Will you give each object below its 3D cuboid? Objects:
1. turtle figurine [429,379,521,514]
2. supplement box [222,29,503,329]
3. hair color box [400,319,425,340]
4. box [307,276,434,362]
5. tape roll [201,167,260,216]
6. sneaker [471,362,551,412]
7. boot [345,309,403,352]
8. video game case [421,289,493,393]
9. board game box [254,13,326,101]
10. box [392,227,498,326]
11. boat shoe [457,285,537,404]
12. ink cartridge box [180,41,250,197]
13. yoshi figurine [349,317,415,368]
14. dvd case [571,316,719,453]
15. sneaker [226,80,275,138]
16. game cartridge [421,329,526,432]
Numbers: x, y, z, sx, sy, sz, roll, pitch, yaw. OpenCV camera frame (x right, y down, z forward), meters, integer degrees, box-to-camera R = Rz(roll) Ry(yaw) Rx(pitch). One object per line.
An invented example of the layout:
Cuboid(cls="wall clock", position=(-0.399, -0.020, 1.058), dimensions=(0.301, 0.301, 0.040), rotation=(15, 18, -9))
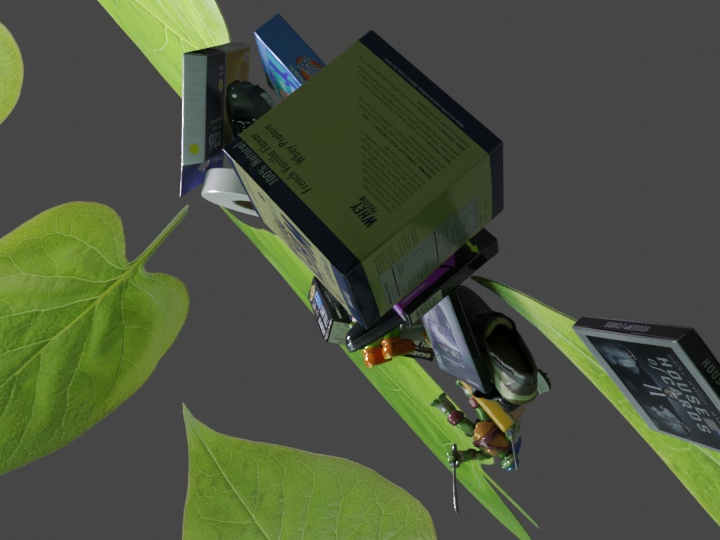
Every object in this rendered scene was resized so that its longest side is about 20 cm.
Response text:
Cuboid(cls="turtle figurine", position=(0.216, 0.299, 1.609), dimensions=(0.194, 0.199, 0.144), rotation=(52, 137, 11))
Cuboid(cls="supplement box", position=(0.008, -0.092, 0.891), dimensions=(0.200, 0.199, 0.135), rotation=(45, 169, 25))
Cuboid(cls="hair color box", position=(0.044, 0.030, 1.472), dimensions=(0.200, 0.060, 0.100), rotation=(39, 123, 49))
Cuboid(cls="box", position=(0.018, 0.084, 1.537), dimensions=(0.197, 0.050, 0.200), rotation=(14, -163, -18))
Cuboid(cls="tape roll", position=(-0.129, -0.103, 1.259), dimensions=(0.201, 0.037, 0.203), rotation=(12, 176, 1))
Cuboid(cls="sneaker", position=(0.185, 0.140, 1.288), dimensions=(0.200, 0.090, 0.067), rotation=(39, 165, 48))
Cuboid(cls="boot", position=(0.001, 0.000, 1.308), dimensions=(0.201, 0.164, 0.066), rotation=(57, 168, 8))
Cuboid(cls="video game case", position=(0.113, 0.063, 1.204), dimensions=(0.202, 0.019, 0.143), rotation=(67, 165, -15))
Cuboid(cls="board game box", position=(-0.054, -0.220, 1.149), dimensions=(0.200, 0.045, 0.152), rotation=(50, 172, 11))
Cuboid(cls="box", position=(0.047, -0.048, 1.052), dimensions=(0.200, 0.143, 0.036), rotation=(44, 167, 29))
Cuboid(cls="boat shoe", position=(0.184, 0.087, 1.190), dimensions=(0.201, 0.073, 0.065), rotation=(54, 148, 33))
Cuboid(cls="ink cartridge box", position=(-0.212, -0.226, 1.285), dimensions=(0.198, 0.046, 0.202), rotation=(-64, -21, -69))
Cuboid(cls="yoshi figurine", position=(0.025, 0.045, 1.386), dimensions=(0.112, 0.111, 0.202), rotation=(89, 161, -82))
Cuboid(cls="dvd case", position=(0.300, 0.111, 0.850), dimensions=(0.151, 0.025, 0.200), rotation=(51, 171, -8))
Cuboid(cls="sneaker", position=(-0.157, -0.191, 1.268), dimensions=(0.066, 0.091, 0.200), rotation=(6, 157, 5))
Cuboid(cls="game cartridge", position=(0.184, 0.168, 1.413), dimensions=(0.200, 0.032, 0.176), rotation=(47, -171, 14))
